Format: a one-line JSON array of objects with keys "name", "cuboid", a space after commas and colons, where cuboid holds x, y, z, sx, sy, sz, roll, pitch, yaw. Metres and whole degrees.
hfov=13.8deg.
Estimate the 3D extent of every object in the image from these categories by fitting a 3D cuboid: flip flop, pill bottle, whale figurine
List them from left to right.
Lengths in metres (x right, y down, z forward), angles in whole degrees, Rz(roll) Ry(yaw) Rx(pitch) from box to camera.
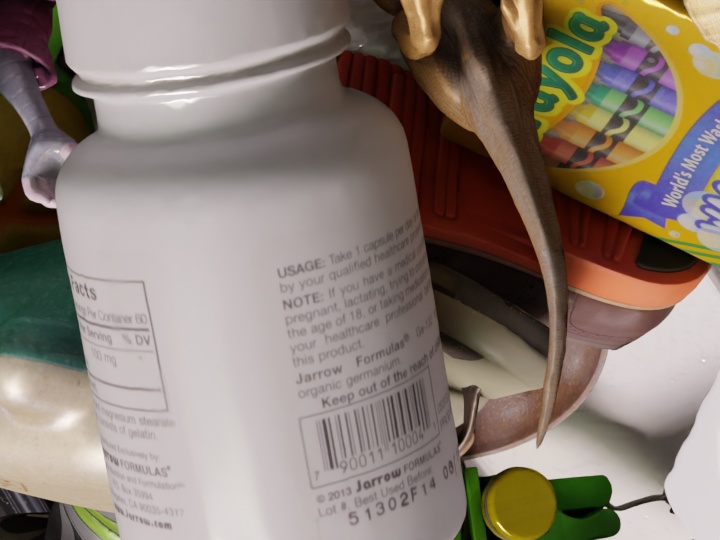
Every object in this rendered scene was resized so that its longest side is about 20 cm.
[{"name": "whale figurine", "cuboid": [-0.116, 0.027, 1.069, 0.199, 0.104, 0.159, 10, 170, 1]}, {"name": "pill bottle", "cuboid": [-0.036, -0.004, 0.942, 0.114, 0.114, 0.201, 1, 108, 34]}, {"name": "flip flop", "cuboid": [0.018, 0.042, 1.060, 0.081, 0.058, 0.200, 25, 168, -11]}]

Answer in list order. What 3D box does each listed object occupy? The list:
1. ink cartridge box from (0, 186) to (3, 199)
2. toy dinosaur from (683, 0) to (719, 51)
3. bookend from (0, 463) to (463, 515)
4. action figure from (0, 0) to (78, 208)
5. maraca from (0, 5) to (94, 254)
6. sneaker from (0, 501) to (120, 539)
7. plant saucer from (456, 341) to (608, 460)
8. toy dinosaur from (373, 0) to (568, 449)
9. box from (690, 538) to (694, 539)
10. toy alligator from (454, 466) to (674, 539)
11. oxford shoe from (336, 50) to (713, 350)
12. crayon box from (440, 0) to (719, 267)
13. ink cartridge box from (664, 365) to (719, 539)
[{"name": "ink cartridge box", "cuboid": [-0.210, -0.105, 0.983, 0.048, 0.201, 0.145, -32, 160, 24]}, {"name": "toy dinosaur", "cuboid": [0.148, -0.078, 0.896, 0.101, 0.058, 0.201, -9, 111, 22]}, {"name": "bookend", "cuboid": [-0.058, 0.071, 1.275, 0.199, 0.092, 0.199, 9, 148, 21]}, {"name": "action figure", "cuboid": [-0.130, -0.119, 1.003, 0.149, 0.134, 0.200, 42, -167, 35]}, {"name": "maraca", "cuboid": [-0.158, -0.035, 1.133, 0.107, 0.137, 0.200, 43, 144, 29]}, {"name": "sneaker", "cuboid": [-0.085, 0.087, 1.196, 0.199, 0.071, 0.083, -24, 89, 44]}, {"name": "plant saucer", "cuboid": [0.000, 0.000, 1.149, 0.199, 0.035, 0.201, 9, 140, 8]}, {"name": "toy dinosaur", "cuboid": [0.041, -0.060, 0.930, 0.060, 0.200, 0.106, -20, 144, -4]}, {"name": "box", "cuboid": [0.160, 0.117, 1.173, 0.137, 0.039, 0.200, -14, 170, -33]}, {"name": "toy alligator", "cuboid": [0.063, 0.110, 1.217, 0.199, 0.054, 0.059, 4, 171, -19]}, {"name": "oxford shoe", "cuboid": [0.020, -0.018, 1.044, 0.199, 0.071, 0.073, 22, 140, -8]}, {"name": "crayon box", "cuboid": [0.111, -0.062, 0.983, 0.199, 0.052, 0.126, 26, 150, -4]}, {"name": "ink cartridge box", "cuboid": [0.206, 0.027, 0.909, 0.086, 0.200, 0.148, 53, 160, 20]}]
